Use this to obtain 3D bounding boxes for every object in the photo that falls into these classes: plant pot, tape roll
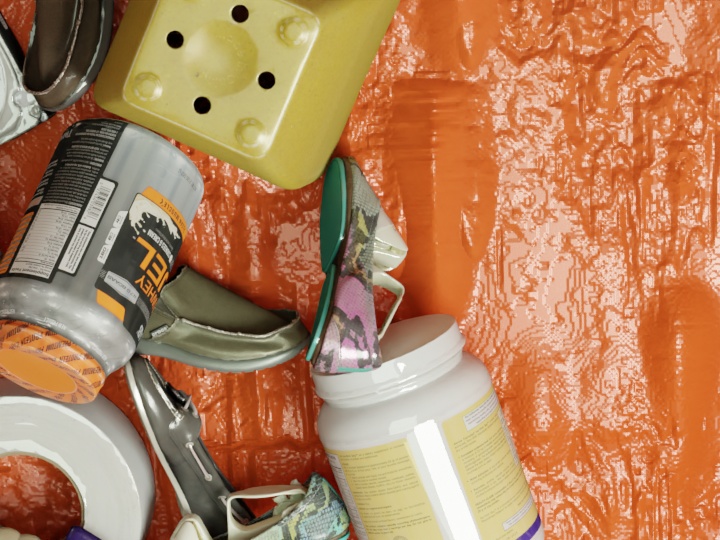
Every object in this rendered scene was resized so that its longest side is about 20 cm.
[{"bbox_3d":[-0.092,-0.173,1.639,0.195,0.200,0.195,24,104,0],"label":"plant pot"},{"bbox_3d":[-0.272,0.190,1.805,0.202,0.071,0.203,1,103,4],"label":"tape roll"}]

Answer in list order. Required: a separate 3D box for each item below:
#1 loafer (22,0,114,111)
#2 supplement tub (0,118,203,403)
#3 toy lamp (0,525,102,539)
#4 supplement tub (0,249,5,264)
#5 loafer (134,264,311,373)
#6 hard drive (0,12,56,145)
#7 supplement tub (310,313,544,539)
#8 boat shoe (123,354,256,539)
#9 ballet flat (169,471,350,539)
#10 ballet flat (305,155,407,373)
[{"bbox_3d":[-0.232,-0.224,1.695,0.073,0.071,0.201,21,99,46],"label":"loafer"},{"bbox_3d":[-0.209,-0.007,1.683,0.122,0.123,0.200,22,67,-1],"label":"supplement tub"},{"bbox_3d":[-0.287,0.214,1.748,0.199,0.058,0.058,19,104,2],"label":"toy lamp"},{"bbox_3d":[-0.369,-0.015,1.697,0.144,0.145,0.200,-26,125,10],"label":"supplement tub"},{"bbox_3d":[-0.138,0.035,1.754,0.199,0.075,0.070,5,108,4],"label":"loafer"},{"bbox_3d":[-0.364,-0.138,1.754,0.200,0.038,0.140,-26,99,11],"label":"hard drive"},{"bbox_3d":[0.051,0.150,1.729,0.145,0.145,0.201,-18,101,9],"label":"supplement tub"},{"bbox_3d":[-0.138,0.143,1.772,0.057,0.067,0.200,-21,121,-4],"label":"boat shoe"},{"bbox_3d":[-0.108,0.216,1.757,0.199,0.074,0.074,-23,100,0],"label":"ballet flat"},{"bbox_3d":[0.000,0.000,1.696,0.071,0.200,0.069,14,140,-11],"label":"ballet flat"}]
